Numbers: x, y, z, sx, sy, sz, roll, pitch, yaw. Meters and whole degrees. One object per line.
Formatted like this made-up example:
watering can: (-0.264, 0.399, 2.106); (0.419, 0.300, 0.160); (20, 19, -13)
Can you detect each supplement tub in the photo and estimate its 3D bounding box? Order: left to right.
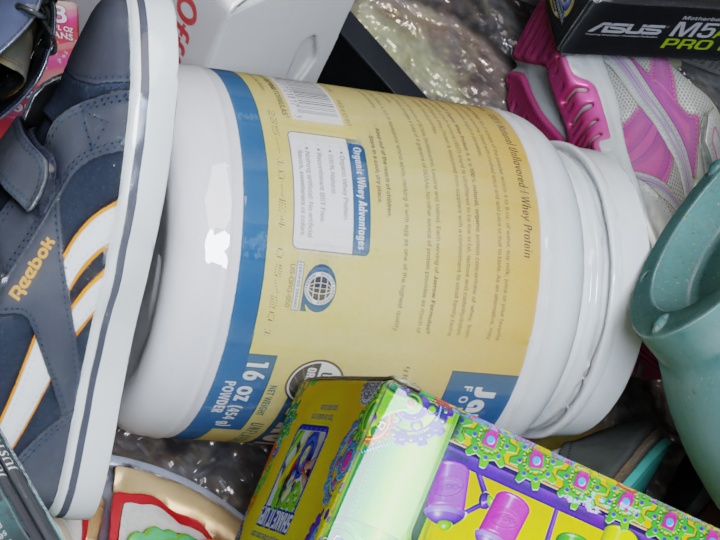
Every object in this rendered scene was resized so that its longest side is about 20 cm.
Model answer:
supplement tub: (0.000, 0.000, 0.763); (0.199, 0.145, 0.145); (6, 57, -23)

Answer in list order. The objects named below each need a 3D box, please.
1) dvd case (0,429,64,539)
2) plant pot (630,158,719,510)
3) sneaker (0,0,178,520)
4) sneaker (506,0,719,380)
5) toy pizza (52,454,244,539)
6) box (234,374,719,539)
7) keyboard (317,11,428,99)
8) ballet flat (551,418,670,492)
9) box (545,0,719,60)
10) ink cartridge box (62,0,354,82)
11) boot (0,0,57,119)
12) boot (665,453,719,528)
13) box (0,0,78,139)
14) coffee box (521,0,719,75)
dvd case: (-0.188, 0.077, 0.657); (0.200, 0.146, 0.022); (55, 20, 21)
plant pot: (0.187, 0.017, 0.707); (0.134, 0.200, 0.201); (37, 52, -11)
sneaker: (-0.117, -0.007, 0.681); (0.079, 0.201, 0.078); (9, 11, -17)
sneaker: (0.135, -0.042, 0.887); (0.088, 0.081, 0.201); (0, 59, -19)
toy pizza: (-0.101, 0.154, 0.701); (0.199, 0.032, 0.201); (10, 56, -15)
box: (0.044, 0.162, 0.636); (0.200, 0.122, 0.193); (26, 80, -12)
keyboard: (-0.035, -0.138, 0.855); (0.021, 0.127, 0.200); (-35, 76, -24)
ballet flat: (0.059, 0.121, 0.764); (0.068, 0.068, 0.200); (29, 52, 10)
box: (0.175, -0.179, 0.914); (0.199, 0.044, 0.161); (1, 63, -20)
ink cartridge box: (-0.104, -0.152, 0.825); (0.083, 0.147, 0.200); (-32, 73, -33)
boot: (-0.123, -0.112, 0.700); (0.200, 0.075, 0.097); (-32, 76, -6)
boot: (0.250, 0.123, 0.851); (0.188, 0.068, 0.200); (-33, 82, -41)
box: (-0.215, -0.053, 0.751); (0.199, 0.096, 0.100); (5, 56, -18)
coffee box: (0.127, -0.194, 0.981); (0.199, 0.080, 0.115); (18, 55, -9)
